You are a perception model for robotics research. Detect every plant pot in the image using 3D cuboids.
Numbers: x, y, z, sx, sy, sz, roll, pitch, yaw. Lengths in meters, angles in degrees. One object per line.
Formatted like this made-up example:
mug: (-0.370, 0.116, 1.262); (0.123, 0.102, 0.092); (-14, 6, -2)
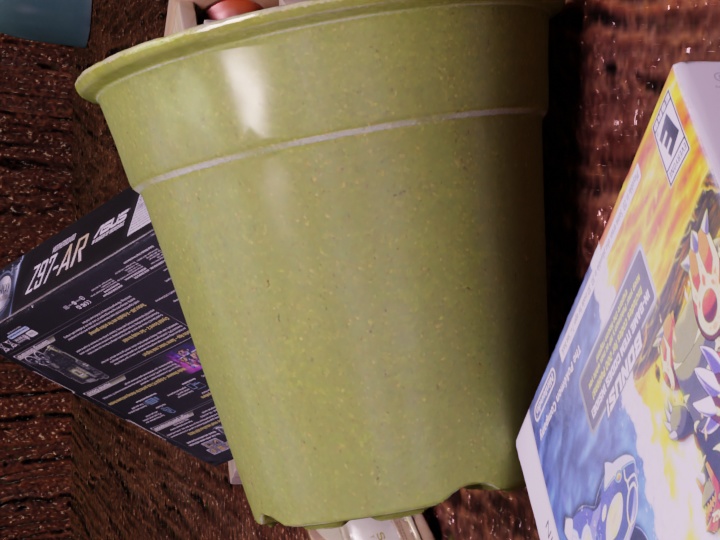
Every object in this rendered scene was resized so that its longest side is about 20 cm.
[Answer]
plant pot: (0.000, 0.000, 0.737); (0.200, 0.200, 0.190); (163, 98, -75)
plant pot: (-0.469, -0.419, 2.599); (0.201, 0.161, 0.201); (180, 90, -76)

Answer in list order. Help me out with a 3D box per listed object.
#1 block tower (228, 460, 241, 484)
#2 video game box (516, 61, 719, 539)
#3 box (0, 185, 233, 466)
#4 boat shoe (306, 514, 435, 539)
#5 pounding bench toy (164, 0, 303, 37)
block tower: (-0.047, 0.064, 1.160); (0.200, 0.054, 0.058); (107, 159, -50)
video game box: (0.108, 0.070, 0.568); (0.200, 0.047, 0.182); (105, 157, -47)
box: (-0.074, 0.025, 0.914); (0.200, 0.160, 0.044); (-27, 41, 46)
boat shoe: (-0.003, 0.094, 0.999); (0.200, 0.063, 0.073); (-104, -7, -50)
pounding bench toy: (-0.032, -0.104, 0.955); (0.200, 0.124, 0.156); (104, 160, -45)
